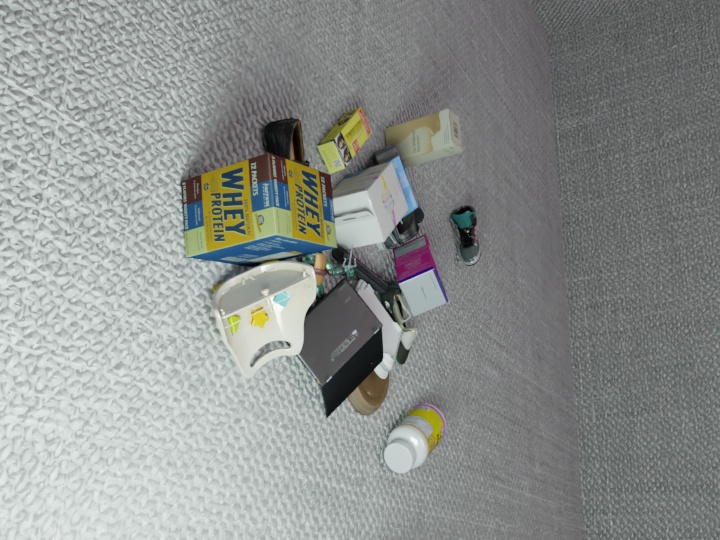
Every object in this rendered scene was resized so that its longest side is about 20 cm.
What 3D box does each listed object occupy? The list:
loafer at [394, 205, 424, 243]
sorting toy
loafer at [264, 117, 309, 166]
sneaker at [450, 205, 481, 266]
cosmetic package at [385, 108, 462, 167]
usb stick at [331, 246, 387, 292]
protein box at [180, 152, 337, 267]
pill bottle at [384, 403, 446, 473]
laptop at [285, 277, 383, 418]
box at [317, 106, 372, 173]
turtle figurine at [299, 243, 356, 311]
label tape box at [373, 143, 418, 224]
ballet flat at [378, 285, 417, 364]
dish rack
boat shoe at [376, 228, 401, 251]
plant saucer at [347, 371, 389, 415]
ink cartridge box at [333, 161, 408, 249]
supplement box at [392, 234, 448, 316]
[{"bbox_3d":[0.116,-0.132,2.040,0.073,0.071,0.201,60,22,-19],"label":"loafer"},{"bbox_3d":[-0.174,0.096,1.390,0.197,0.106,0.184,-24,120,-27],"label":"sorting toy"},{"bbox_3d":[-0.138,-0.209,1.579,0.073,0.071,0.205,-29,106,-61],"label":"loafer"},{"bbox_3d":[0.330,-0.125,2.403,0.121,0.082,0.204,55,29,-45],"label":"sneaker"},{"bbox_3d":[0.167,-0.350,2.067,0.071,0.196,0.108,14,67,-57],"label":"cosmetic package"},{"bbox_3d":[0.000,0.000,1.798,0.033,0.055,0.199,-56,140,-4],"label":"usb stick"},{"bbox_3d":[-0.175,-0.097,1.357,0.197,0.196,0.139,9,72,-59],"label":"protein box"},{"bbox_3d":[0.128,0.402,1.837,0.199,0.102,0.107,-30,106,-59],"label":"pill bottle"},{"bbox_3d":[-0.051,0.161,1.596,0.187,0.116,0.201,-42,95,-26],"label":"laptop"},{"bbox_3d":[-0.035,-0.313,1.839,0.077,0.049,0.201,64,32,-24],"label":"box"},{"bbox_3d":[-0.083,0.002,1.596,0.147,0.099,0.206,7,91,-42],"label":"turtle figurine"},{"bbox_3d":[0.093,-0.222,1.950,0.201,0.065,0.146,-105,172,-68],"label":"label tape box"},{"bbox_3d":[0.099,0.136,1.912,0.068,0.067,0.205,-35,112,-59],"label":"ballet flat"},{"bbox_3d":[0.031,0.126,1.768,0.202,0.043,0.173,54,30,-20],"label":"dish rack"},{"bbox_3d":[0.052,-0.148,1.924,0.072,0.066,0.205,-41,116,-57],"label":"boat shoe"},{"bbox_3d":[0.015,0.228,1.771,0.199,0.029,0.206,29,56,-54],"label":"plant saucer"},{"bbox_3d":[0.008,-0.143,1.782,0.201,0.126,0.128,-52,125,-53],"label":"ink cartridge box"},{"bbox_3d":[0.149,0.009,1.946,0.201,0.101,0.103,-92,157,-63],"label":"supplement box"}]
